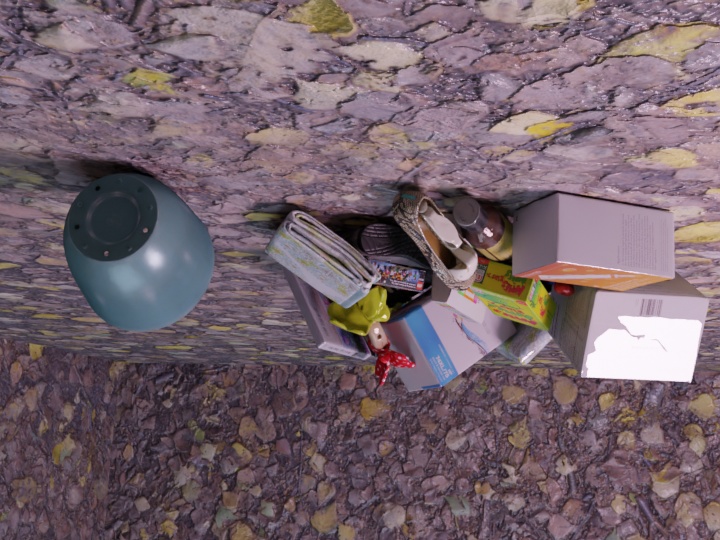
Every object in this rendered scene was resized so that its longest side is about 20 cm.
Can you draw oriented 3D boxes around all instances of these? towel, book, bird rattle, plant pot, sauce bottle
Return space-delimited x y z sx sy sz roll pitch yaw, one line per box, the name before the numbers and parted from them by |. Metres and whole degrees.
towel | 0.333 0.099 1.872 0.048 0.172 0.200 42 177 -8
towel | -0.061 -0.016 1.552 0.170 0.049 0.200 37 163 -5
book | 0.163 0.001 1.547 0.047 0.137 0.199 9 173 24
bird rattle | 0.021 0.097 1.789 0.201 0.112 0.163 53 180 -37
plant pot | -0.313 -0.039 1.349 0.196 0.205 0.162 2 158 6
sauce bottle | 0.182 -0.060 1.423 0.063 0.066 0.200 -1 168 21

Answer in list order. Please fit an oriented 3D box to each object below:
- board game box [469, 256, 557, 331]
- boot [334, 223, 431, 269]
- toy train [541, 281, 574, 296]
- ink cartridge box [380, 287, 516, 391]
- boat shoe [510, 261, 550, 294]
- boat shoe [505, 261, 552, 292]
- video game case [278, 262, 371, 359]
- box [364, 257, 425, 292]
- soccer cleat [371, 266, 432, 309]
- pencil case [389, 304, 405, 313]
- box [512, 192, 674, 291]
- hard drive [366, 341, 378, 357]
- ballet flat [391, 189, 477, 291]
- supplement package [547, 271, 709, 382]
board game box | 0.242 0.039 1.560 0.100 0.048 0.200 17 171 24
boot | 0.057 -0.042 1.590 0.197 0.071 0.131 14 173 -25
toy train | 0.266 -0.021 1.600 0.114 0.086 0.199 27 169 -26
ink cartridge box | 0.159 0.110 1.859 0.198 0.148 0.146 -31 -177 -24
boat shoe | 0.282 0.020 1.791 0.196 0.073 0.060 -1 167 -12
boat shoe | 0.299 0.014 1.724 0.195 0.074 0.072 -4 171 -9
video game case | -0.067 0.065 1.815 0.024 0.202 0.181 -34 155 17
box | 0.000 0.000 1.738 0.135 0.039 0.198 12 178 -38
soccer cleat | 0.085 0.031 1.861 0.197 0.083 0.067 -7 165 42
pencil case | 0.014 0.056 2.003 0.195 0.090 0.088 3 169 6
box | 0.331 -0.037 1.410 0.196 0.100 0.124 7 168 -20
hard drive | 0.021 0.104 2.041 0.138 0.039 0.199 -18 -150 -34
ballet flat | 0.119 -0.035 1.378 0.075 0.068 0.200 10 149 52
supplement package | 0.427 0.070 1.610 0.187 0.150 0.200 4 -161 -9
